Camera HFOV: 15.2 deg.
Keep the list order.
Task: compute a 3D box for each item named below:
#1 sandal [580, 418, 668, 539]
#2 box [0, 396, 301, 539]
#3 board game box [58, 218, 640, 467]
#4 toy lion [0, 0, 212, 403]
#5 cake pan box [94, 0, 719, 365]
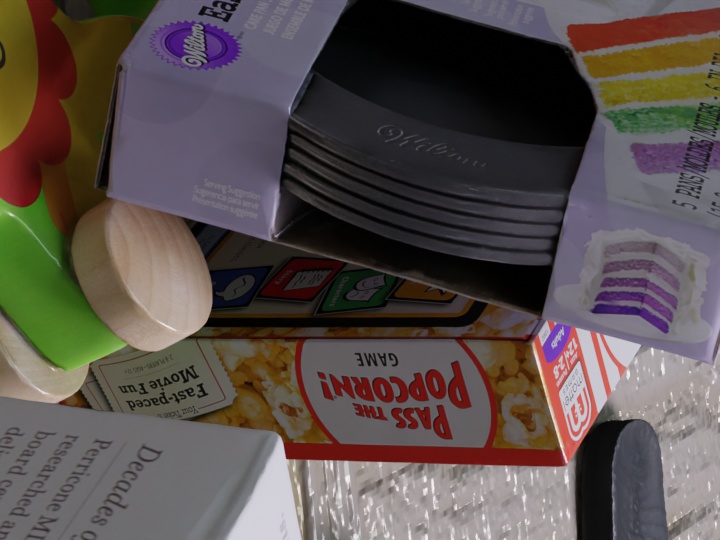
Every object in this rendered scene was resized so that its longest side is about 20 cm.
[{"bbox_3d":[0.136,0.170,1.248,0.075,0.048,0.202,-17,103,-59],"label":"sandal"},{"bbox_3d":[-0.094,0.166,0.626,0.200,0.130,0.200,-59,147,-47],"label":"box"},{"bbox_3d":[0.000,0.000,0.868,0.152,0.199,0.047,-51,131,-47],"label":"board game box"},{"bbox_3d":[-0.114,-0.072,0.797,0.192,0.068,0.201,52,31,-24],"label":"toy lion"},{"bbox_3d":[0.036,-0.062,0.806,0.200,0.183,0.053,-63,166,-54],"label":"cake pan box"}]
